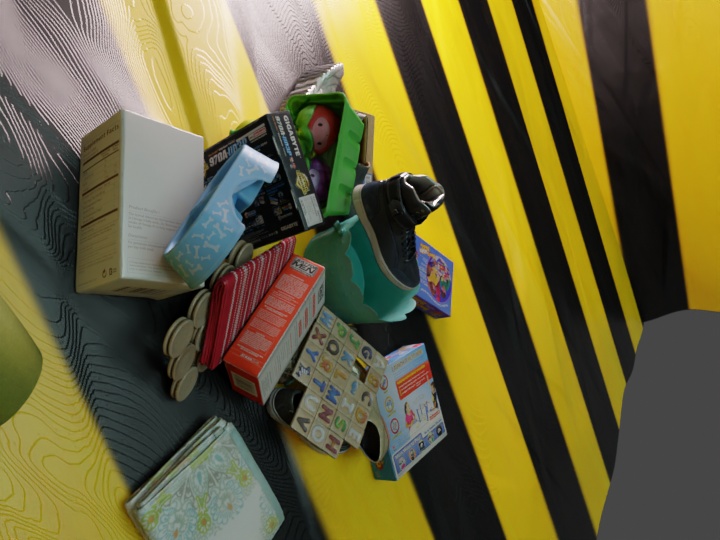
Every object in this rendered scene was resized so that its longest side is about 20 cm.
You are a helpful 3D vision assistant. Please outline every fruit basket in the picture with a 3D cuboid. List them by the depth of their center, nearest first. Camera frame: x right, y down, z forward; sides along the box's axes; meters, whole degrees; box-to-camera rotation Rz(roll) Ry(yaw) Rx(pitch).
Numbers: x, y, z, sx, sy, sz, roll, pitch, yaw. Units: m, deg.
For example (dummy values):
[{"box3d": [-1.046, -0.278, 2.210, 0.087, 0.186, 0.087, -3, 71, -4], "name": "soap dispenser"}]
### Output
[{"box3d": [-0.104, -0.193, 0.917, 0.214, 0.153, 0.221, -17, 111, -51], "name": "fruit basket"}]

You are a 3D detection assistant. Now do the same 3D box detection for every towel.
[{"box3d": [-0.200, 0.326, 0.752, 0.171, 0.047, 0.203, -41, 112, -44], "name": "towel"}, {"box3d": [-0.158, 0.038, 0.807, 0.200, 0.022, 0.147, -44, 155, -60], "name": "towel"}]

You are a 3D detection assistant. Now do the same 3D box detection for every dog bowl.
[{"box3d": [-0.168, -0.073, 0.673, 0.049, 0.111, 0.203, 39, 49, -22], "name": "dog bowl"}]

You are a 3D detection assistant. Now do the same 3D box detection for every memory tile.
[{"box3d": [-0.203, 0.066, 0.768, 0.155, 0.016, 0.201, 102, 14, -47], "name": "memory tile"}]

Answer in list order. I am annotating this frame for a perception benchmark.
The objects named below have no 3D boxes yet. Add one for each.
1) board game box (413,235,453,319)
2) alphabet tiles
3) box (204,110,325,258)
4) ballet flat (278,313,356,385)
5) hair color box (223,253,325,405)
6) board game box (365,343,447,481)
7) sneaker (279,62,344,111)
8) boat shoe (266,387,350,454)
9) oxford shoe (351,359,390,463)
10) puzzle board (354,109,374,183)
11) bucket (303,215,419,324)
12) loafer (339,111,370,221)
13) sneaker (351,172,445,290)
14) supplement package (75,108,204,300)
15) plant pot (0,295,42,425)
[{"box3d": [0.135, 0.009, 1.247, 0.199, 0.044, 0.137, 31, 57, -42], "name": "board game box"}, {"box3d": [-0.039, 0.186, 0.907, 0.167, 0.007, 0.203, 42, 51, -25], "name": "alphabet tiles"}, {"box3d": [-0.155, -0.115, 0.805, 0.046, 0.197, 0.162, -25, 98, -48], "name": "box"}, {"box3d": [-0.081, 0.117, 0.946, 0.199, 0.067, 0.076, -29, 87, -48], "name": "ballet flat"}, {"box3d": [-0.123, 0.087, 0.845, 0.102, 0.060, 0.202, 96, 21, -55], "name": "hair color box"}, {"box3d": [0.079, 0.270, 1.099, 0.198, 0.055, 0.201, -17, 93, -51], "name": "board game box"}, {"box3d": [-0.086, -0.325, 1.065, 0.202, 0.073, 0.083, -59, 139, -34], "name": "sneaker"}, {"box3d": [-0.070, 0.251, 0.920, 0.199, 0.056, 0.070, 41, 51, -37], "name": "boat shoe"}, {"box3d": [-0.002, 0.233, 0.968, 0.203, 0.070, 0.074, 62, 5, 2], "name": "oxford shoe"}, {"box3d": [-0.023, -0.212, 1.101, 0.149, 0.017, 0.205, -5, 100, -55], "name": "puzzle board"}, {"box3d": [0.000, 0.000, 1.013, 0.205, 0.133, 0.213, 16, 68, -48], "name": "bucket"}, {"box3d": [-0.017, -0.190, 1.035, 0.072, 0.071, 0.205, -25, 115, -50], "name": "loafer"}, {"box3d": [0.086, -0.063, 0.917, 0.205, 0.144, 0.077, 61, 41, -20], "name": "sneaker"}, {"box3d": [-0.277, -0.075, 0.709, 0.116, 0.116, 0.205, 10, 73, -49], "name": "supplement package"}, {"box3d": [-0.399, 0.060, 0.499, 0.201, 0.183, 0.190, 56, 41, -45], "name": "plant pot"}]
